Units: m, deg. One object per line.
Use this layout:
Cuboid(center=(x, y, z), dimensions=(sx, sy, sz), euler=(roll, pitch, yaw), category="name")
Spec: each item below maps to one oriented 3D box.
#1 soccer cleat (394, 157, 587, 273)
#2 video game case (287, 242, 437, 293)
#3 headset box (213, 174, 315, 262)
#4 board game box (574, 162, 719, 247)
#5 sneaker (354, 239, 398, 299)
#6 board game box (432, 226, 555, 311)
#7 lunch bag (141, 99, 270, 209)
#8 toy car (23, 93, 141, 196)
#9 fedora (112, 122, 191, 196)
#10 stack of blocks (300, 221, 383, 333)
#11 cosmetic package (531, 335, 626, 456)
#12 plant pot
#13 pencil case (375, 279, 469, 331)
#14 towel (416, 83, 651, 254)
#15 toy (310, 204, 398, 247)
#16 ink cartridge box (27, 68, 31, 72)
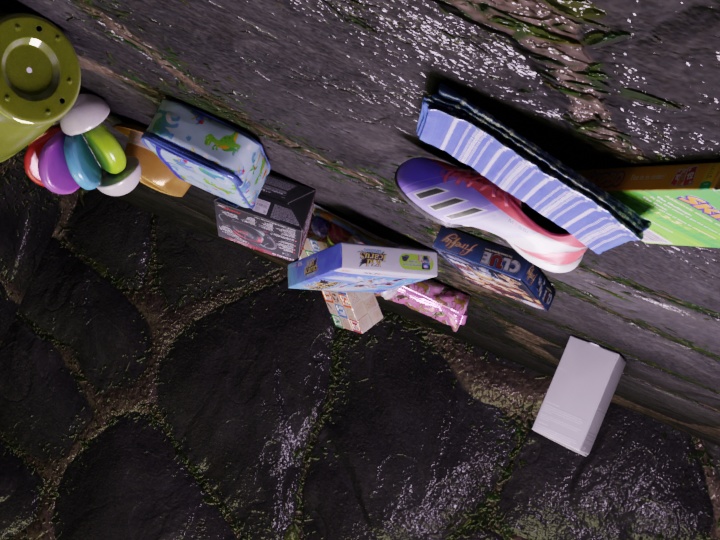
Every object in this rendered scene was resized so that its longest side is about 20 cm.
Cuboid(center=(0.127, -0.068, 0.921), dimensions=(0.199, 0.068, 0.073), euler=(27, 152, 11), category="soccer cleat")
Cuboid(center=(0.000, 0.000, 1.607), dimensions=(0.180, 0.046, 0.200), euler=(5, 167, -29), category="video game case")
Cuboid(center=(-0.157, -0.088, 1.580), dimensions=(0.147, 0.076, 0.200), euler=(19, 163, 0), category="headset box")
Cuboid(center=(0.245, -0.046, 0.722), dimensions=(0.095, 0.030, 0.200), euler=(28, 177, -20), category="board game box")
Cuboid(center=(-0.003, -0.008, 1.867), dimensions=(0.199, 0.089, 0.081), euler=(24, 175, 16), category="sneaker")
Cuboid(center=(0.194, 0.000, 1.372), dimensions=(0.135, 0.035, 0.200), euler=(22, 174, 26), category="board game box")
Cuboid(center=(-0.215, -0.162, 1.356), dimensions=(0.160, 0.083, 0.200), euler=(26, 174, 4), category="lunch bag")
Cuboid(center=(-0.472, -0.192, 1.579), dimensions=(0.199, 0.150, 0.176), euler=(20, 143, 41), category="toy car")
Cuboid(center=(-0.353, -0.186, 1.694), dimensions=(0.199, 0.082, 0.201), euler=(24, 175, 2), category="fedora")
Cuboid(center=(-0.043, 0.012, 1.815), dimensions=(0.115, 0.058, 0.201), euler=(13, 131, 52), category="stack of blocks")
Cuboid(center=(0.419, 0.238, 1.843), dimensions=(0.106, 0.201, 0.090), euler=(23, 174, 30), category="cosmetic package")
Cuboid(center=(-0.445, -0.235, 1.189), dimensions=(0.192, 0.202, 0.200), euler=(0, 159, 46), category="plant pot")
Cuboid(center=(0.123, 0.050, 1.937), dimensions=(0.199, 0.087, 0.083), euler=(24, 144, 0), category="pencil case")
Cuboid(center=(0.132, -0.076, 0.791), dimensions=(0.199, 0.024, 0.145), euler=(34, 176, 2), category="towel")
Cuboid(center=(-0.031, -0.063, 1.677), dimensions=(0.199, 0.048, 0.115), euler=(23, 173, 6), category="toy")
Cuboid(center=(-0.595, -0.314, 1.501), dimensions=(0.199, 0.086, 0.147), euler=(21, 175, 40), category="ink cartridge box")
